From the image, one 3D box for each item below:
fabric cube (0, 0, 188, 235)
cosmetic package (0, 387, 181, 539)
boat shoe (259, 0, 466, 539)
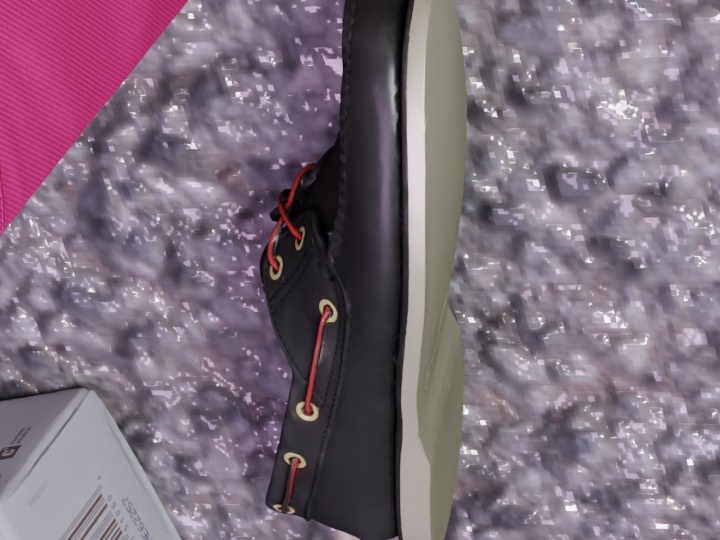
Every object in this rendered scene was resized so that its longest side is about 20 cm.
[{"bbox_3d":[-0.141,-0.152,0.712,0.195,0.200,0.201,11,128,17],"label":"fabric cube"},{"bbox_3d":[-0.163,0.110,1.002,0.199,0.074,0.102,-8,119,33],"label":"cosmetic package"},{"bbox_3d":[-0.001,0.002,0.839,0.063,0.074,0.202,10,132,9],"label":"boat shoe"}]
